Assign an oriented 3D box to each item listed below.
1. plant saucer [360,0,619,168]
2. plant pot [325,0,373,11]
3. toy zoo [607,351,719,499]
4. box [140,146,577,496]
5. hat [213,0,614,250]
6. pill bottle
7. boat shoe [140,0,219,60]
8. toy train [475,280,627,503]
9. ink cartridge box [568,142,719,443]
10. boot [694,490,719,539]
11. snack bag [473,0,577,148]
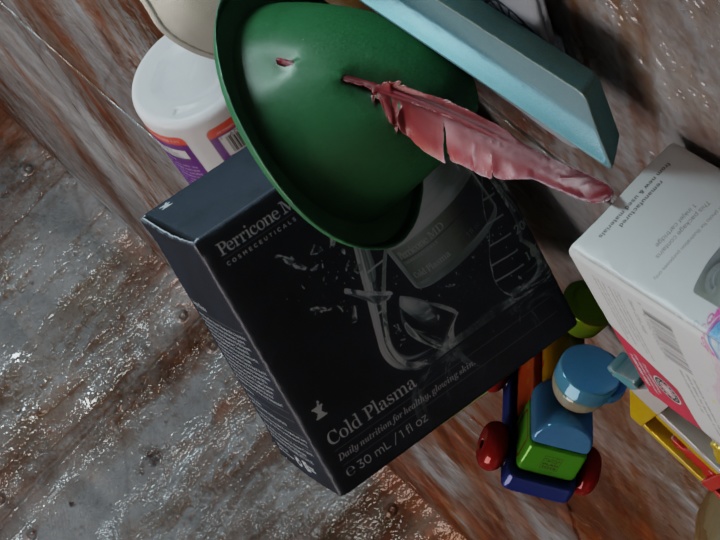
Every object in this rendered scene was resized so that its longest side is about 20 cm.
[{"bbox_3d":[0.057,-0.124,1.007,0.200,0.019,0.070,37,168,33],"label":"plant saucer"},{"bbox_3d":[-0.071,-0.226,1.226,0.200,0.027,0.200,44,170,10],"label":"plant pot"},{"bbox_3d":[0.228,0.120,1.160,0.200,0.020,0.131,44,172,8],"label":"toy zoo"},{"bbox_3d":[0.000,0.000,1.250,0.197,0.199,0.124,60,165,-19],"label":"box"},{"bbox_3d":[0.043,-0.114,1.062,0.175,0.166,0.201,-29,98,35],"label":"hat"},{"bbox_3d":[-0.100,-0.107,1.611,0.111,0.111,0.200,38,168,38],"label":"pill bottle"},{"bbox_3d":[-0.151,-0.231,1.448,0.199,0.074,0.061,32,-143,-21],"label":"boat shoe"},{"bbox_3d":[0.139,0.049,1.334,0.084,0.201,0.116,15,135,-10],"label":"toy train"},{"bbox_3d":[0.216,0.044,0.955,0.200,0.086,0.148,35,166,41],"label":"ink cartridge box"},{"bbox_3d":[0.314,0.210,1.323,0.143,0.071,0.201,28,-168,-10],"label":"boot"},{"bbox_3d":[0.039,-0.164,1.026,0.188,0.021,0.200,40,170,27],"label":"snack bag"}]
